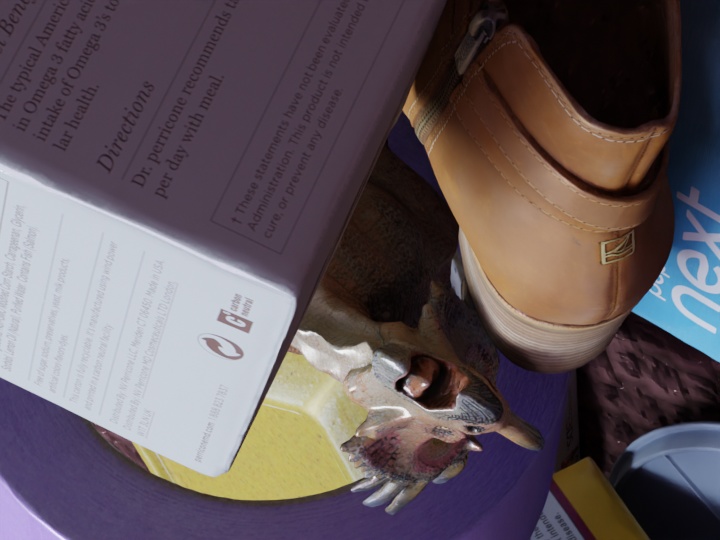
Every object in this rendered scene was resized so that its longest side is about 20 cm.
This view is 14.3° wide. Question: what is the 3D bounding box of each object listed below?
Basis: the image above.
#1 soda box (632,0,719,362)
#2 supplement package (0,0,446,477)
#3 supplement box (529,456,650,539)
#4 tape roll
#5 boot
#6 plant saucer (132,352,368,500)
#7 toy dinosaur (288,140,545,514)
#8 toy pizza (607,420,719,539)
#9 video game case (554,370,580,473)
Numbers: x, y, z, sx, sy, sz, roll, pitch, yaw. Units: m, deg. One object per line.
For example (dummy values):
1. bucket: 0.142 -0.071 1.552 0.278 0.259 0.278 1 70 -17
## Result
1. soda box: 0.118 -0.053 0.765 0.068 0.064 0.200 32 151 20
2. supplement package: -0.091 -0.058 0.676 0.199 0.117 0.117 26 154 1
3. supplement box: 0.027 0.174 0.953 0.131 0.199 0.104 -123 11 -47
4. tape roll: -0.032 0.032 0.933 0.200 0.200 0.066 33 151 18
5. boot: 0.034 -0.083 0.754 0.155 0.073 0.201 96 149 -68
6. plant saucer: -0.021 0.078 1.103 0.199 0.048 0.201 10 138 46
7. toy dinosaur: 0.000 0.000 0.868 0.135 0.200 0.086 24 123 0
8. toy pizza: 0.170 0.122 0.978 0.200 0.032 0.201 32 150 21
9. video game case: 0.001 0.049 1.110 0.199 0.023 0.182 30 150 26
